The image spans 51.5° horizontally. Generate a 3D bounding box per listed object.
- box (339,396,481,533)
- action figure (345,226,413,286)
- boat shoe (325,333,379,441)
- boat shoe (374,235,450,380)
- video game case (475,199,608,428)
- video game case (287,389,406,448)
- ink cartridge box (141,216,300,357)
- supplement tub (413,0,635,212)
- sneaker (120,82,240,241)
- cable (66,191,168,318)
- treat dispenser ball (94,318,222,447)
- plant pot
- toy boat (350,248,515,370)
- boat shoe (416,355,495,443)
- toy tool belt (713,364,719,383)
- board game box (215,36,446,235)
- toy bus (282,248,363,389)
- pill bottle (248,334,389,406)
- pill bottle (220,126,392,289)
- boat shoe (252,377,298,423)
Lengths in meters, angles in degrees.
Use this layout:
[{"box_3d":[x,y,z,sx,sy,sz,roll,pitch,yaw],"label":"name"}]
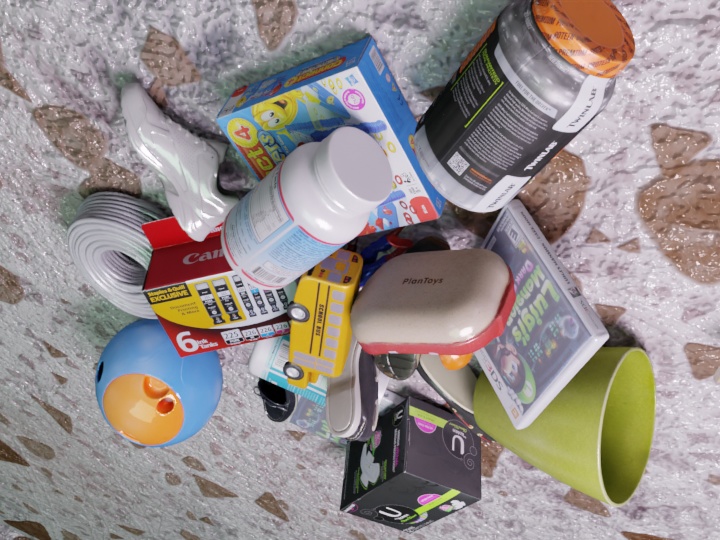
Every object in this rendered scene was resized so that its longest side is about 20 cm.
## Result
[{"box_3d":[0.079,0.314,1.184,0.146,0.126,0.200,23,140,-20],"label":"box"},{"box_3d":[0.000,0.000,0.957,0.051,0.067,0.201,12,143,-22],"label":"action figure"},{"box_3d":[-0.006,0.127,1.007,0.073,0.204,0.060,-22,147,33],"label":"boat shoe"},{"box_3d":[0.070,0.044,0.964,0.075,0.074,0.203,28,121,16],"label":"boat shoe"},{"box_3d":[0.179,0.055,0.854,0.023,0.184,0.202,-12,148,-26],"label":"video game case"},{"box_3d":[-0.022,0.238,1.251,0.179,0.024,0.201,25,140,-1],"label":"video game case"},{"box_3d":[-0.176,0.010,0.986,0.195,0.085,0.178,-12,131,7],"label":"ink cartridge box"},{"box_3d":[0.143,-0.155,0.676,0.121,0.124,0.200,31,140,-10],"label":"supplement tub"},{"box_3d":[-0.212,-0.144,0.906,0.098,0.078,0.203,-29,108,1],"label":"sneaker"},{"box_3d":[-0.333,-0.019,1.087,0.197,0.070,0.201,27,140,-4],"label":"cable"},{"box_3d":[-0.317,0.175,1.185,0.196,0.203,0.203,13,139,11],"label":"treat dispenser ball"},{"box_3d":[0.250,0.180,0.960,0.197,0.189,0.189,6,139,40],"label":"plant pot"},{"box_3d":[0.087,0.059,0.846,0.197,0.132,0.132,-3,131,37],"label":"toy boat"},{"box_3d":[0.148,0.181,1.071,0.200,0.075,0.063,38,135,-18],"label":"boat shoe"},{"box_3d":[0.482,0.089,0.780,0.121,0.127,0.201,22,140,-12],"label":"toy tool belt"},{"box_3d":[-0.028,-0.131,0.834,0.192,0.057,0.201,-11,129,33],"label":"board game box"},{"box_3d":[-0.049,0.065,0.930,0.076,0.066,0.203,14,132,6],"label":"toy bus"},{"box_3d":[-0.056,0.135,1.088,0.196,0.112,0.112,24,140,-1],"label":"pill bottle"},{"box_3d":[-0.058,-0.065,0.790,0.108,0.110,0.199,39,137,-19],"label":"pill bottle"},{"box_3d":[-0.137,0.191,1.213,0.074,0.062,0.202,34,140,14],"label":"boat shoe"}]
